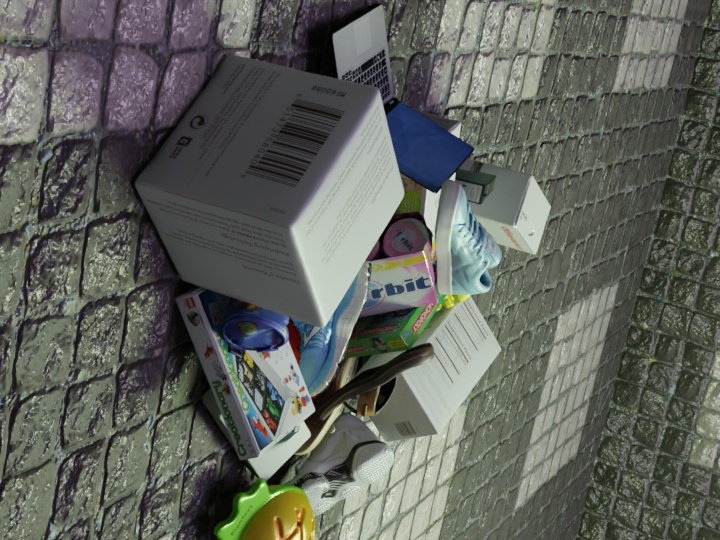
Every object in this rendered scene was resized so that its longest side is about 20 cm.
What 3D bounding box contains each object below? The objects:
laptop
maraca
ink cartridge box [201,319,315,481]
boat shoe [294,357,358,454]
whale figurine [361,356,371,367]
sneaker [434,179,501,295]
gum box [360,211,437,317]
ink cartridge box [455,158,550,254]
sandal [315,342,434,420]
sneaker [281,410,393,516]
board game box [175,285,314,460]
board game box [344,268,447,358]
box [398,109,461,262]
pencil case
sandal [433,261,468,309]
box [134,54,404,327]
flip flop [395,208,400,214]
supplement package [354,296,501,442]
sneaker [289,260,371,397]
[{"bbox_3d":[0.056,-0.220,1.568,0.187,0.114,0.203,-48,134,-60],"label":"laptop"},{"bbox_3d":[-0.127,0.338,1.642,0.138,0.106,0.200,-59,148,-8],"label":"maraca"},{"bbox_3d":[-0.101,0.159,1.598,0.173,0.043,0.201,-43,147,-15],"label":"ink cartridge box"},{"bbox_3d":[-0.047,0.170,1.741,0.202,0.073,0.063,-63,152,-22],"label":"boat shoe"},{"bbox_3d":[0.038,0.144,1.907,0.160,0.103,0.201,-54,126,-35],"label":"whale figurine"},{"bbox_3d":[0.134,-0.041,1.543,0.201,0.081,0.075,81,15,-57],"label":"sneaker"},{"bbox_3d":[0.000,0.000,1.571,0.114,0.197,0.067,71,10,-54],"label":"gum box"},{"bbox_3d":[0.170,-0.105,1.865,0.085,0.198,0.146,-69,156,-8],"label":"ink cartridge box"},{"bbox_3d":[0.021,0.155,1.621,0.055,0.199,0.082,60,26,0],"label":"sandal"},{"bbox_3d":[-0.060,0.274,1.788,0.198,0.115,0.076,-25,138,-13],"label":"sneaker"},{"bbox_3d":[-0.130,0.099,1.450,0.126,0.034,0.202,-32,105,-54],"label":"board game box"},{"bbox_3d":[0.020,0.061,1.676,0.029,0.199,0.135,54,51,-22],"label":"board game box"},{"bbox_3d":[0.062,-0.110,1.738,0.101,0.111,0.202,-42,143,-51],"label":"box"},{"bbox_3d":[-0.101,0.001,1.427,0.087,0.077,0.202,58,35,-46],"label":"pencil case"},{"bbox_3d":[0.066,0.036,1.807,0.087,0.198,0.080,-110,176,-59],"label":"sandal"},{"bbox_3d":[-0.089,-0.087,1.326,0.200,0.198,0.172,-59,151,-29],"label":"box"},{"bbox_3d":[0.033,-0.122,1.627,0.081,0.057,0.202,112,-43,-78],"label":"flip flop"},{"bbox_3d":[0.096,0.137,1.811,0.200,0.113,0.110,-46,111,-40],"label":"supplement package"},{"bbox_3d":[-0.054,0.062,1.521,0.079,0.089,0.202,-79,-171,-63],"label":"sneaker"}]
